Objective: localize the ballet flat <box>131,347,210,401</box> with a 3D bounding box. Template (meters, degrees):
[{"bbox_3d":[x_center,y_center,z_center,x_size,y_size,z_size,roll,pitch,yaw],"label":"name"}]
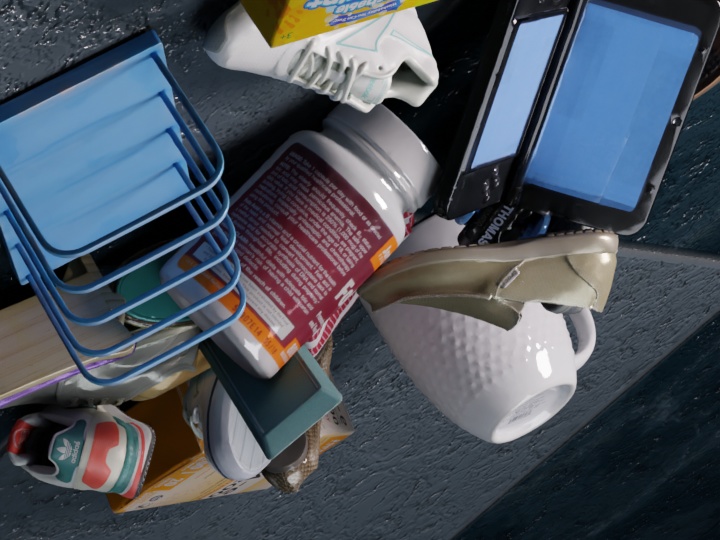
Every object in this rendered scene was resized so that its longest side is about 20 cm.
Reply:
[{"bbox_3d":[-0.110,0.037,1.848,0.200,0.069,0.063,-32,142,-6],"label":"ballet flat"}]

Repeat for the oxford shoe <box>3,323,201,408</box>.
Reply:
[{"bbox_3d":[-0.209,0.080,1.770,0.199,0.058,0.075,-18,-165,-20],"label":"oxford shoe"}]

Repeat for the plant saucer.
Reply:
[{"bbox_3d":[-0.073,0.071,1.737,0.070,0.200,0.019,-40,118,0],"label":"plant saucer"}]

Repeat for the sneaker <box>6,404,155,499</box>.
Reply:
[{"bbox_3d":[-0.234,0.128,1.802,0.093,0.200,0.071,17,87,-28],"label":"sneaker"}]

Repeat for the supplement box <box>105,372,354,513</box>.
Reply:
[{"bbox_3d":[-0.119,0.144,2.016,0.126,0.074,0.200,-35,161,35],"label":"supplement box"}]

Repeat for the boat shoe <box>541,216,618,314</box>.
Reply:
[{"bbox_3d":[0.189,-0.046,1.879,0.065,0.203,0.074,27,140,-17],"label":"boat shoe"}]

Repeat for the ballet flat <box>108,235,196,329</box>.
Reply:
[{"bbox_3d":[-0.108,-0.004,1.777,0.199,0.071,0.071,-21,155,-23],"label":"ballet flat"}]

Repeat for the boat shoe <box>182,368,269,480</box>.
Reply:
[{"bbox_3d":[-0.108,0.112,1.874,0.067,0.074,0.200,-23,-158,17],"label":"boat shoe"}]

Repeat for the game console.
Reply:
[{"bbox_3d":[0.160,-0.121,1.714,0.176,0.116,0.201,-21,133,-62],"label":"game console"}]

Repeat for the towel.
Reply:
[{"bbox_3d":[0.000,0.000,1.849,0.144,0.023,0.200,-54,175,-11],"label":"towel"}]

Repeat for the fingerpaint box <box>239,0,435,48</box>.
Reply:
[{"bbox_3d":[0.030,-0.237,1.454,0.199,0.073,0.167,-19,154,-31],"label":"fingerpaint box"}]

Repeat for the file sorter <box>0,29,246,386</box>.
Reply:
[{"bbox_3d":[-0.160,-0.032,1.546,0.138,0.123,0.200,-27,155,-12],"label":"file sorter"}]

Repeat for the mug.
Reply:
[{"bbox_3d":[0.123,0.049,2.035,0.199,0.176,0.148,-13,151,-40],"label":"mug"}]

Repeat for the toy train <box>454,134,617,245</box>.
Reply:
[{"bbox_3d":[0.140,-0.098,1.849,0.200,0.086,0.114,-55,-168,25],"label":"toy train"}]

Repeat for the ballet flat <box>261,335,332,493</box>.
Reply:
[{"bbox_3d":[-0.054,0.111,1.932,0.067,0.200,0.046,-14,127,12],"label":"ballet flat"}]

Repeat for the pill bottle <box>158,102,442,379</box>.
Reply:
[{"bbox_3d":[-0.040,-0.028,1.699,0.200,0.114,0.114,-46,159,-9],"label":"pill bottle"}]

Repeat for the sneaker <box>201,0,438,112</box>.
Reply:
[{"bbox_3d":[-0.018,-0.149,1.566,0.200,0.080,0.070,-6,148,-46],"label":"sneaker"}]

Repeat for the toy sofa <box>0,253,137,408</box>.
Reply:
[{"bbox_3d":[-0.262,0.070,1.666,0.199,0.098,0.083,-24,156,-23],"label":"toy sofa"}]

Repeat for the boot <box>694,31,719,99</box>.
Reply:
[{"bbox_3d":[0.305,-0.188,1.928,0.200,0.075,0.097,-45,152,22],"label":"boot"}]

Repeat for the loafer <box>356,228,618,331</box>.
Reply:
[{"bbox_3d":[0.096,0.013,1.734,0.199,0.069,0.076,-9,179,5],"label":"loafer"}]
